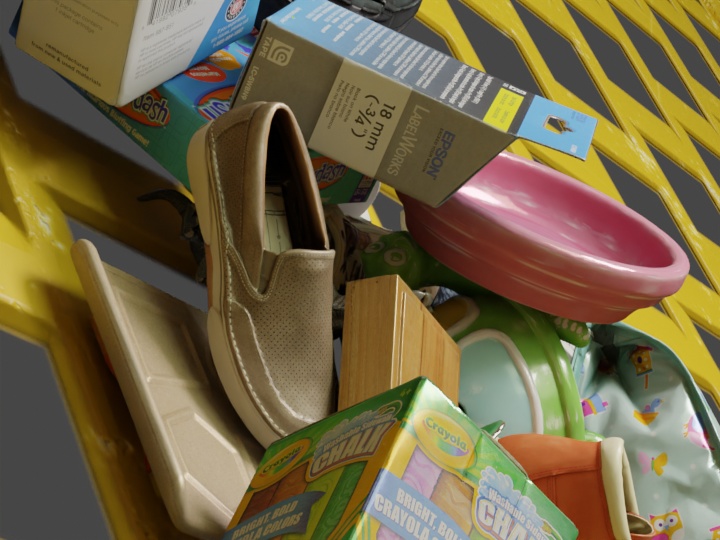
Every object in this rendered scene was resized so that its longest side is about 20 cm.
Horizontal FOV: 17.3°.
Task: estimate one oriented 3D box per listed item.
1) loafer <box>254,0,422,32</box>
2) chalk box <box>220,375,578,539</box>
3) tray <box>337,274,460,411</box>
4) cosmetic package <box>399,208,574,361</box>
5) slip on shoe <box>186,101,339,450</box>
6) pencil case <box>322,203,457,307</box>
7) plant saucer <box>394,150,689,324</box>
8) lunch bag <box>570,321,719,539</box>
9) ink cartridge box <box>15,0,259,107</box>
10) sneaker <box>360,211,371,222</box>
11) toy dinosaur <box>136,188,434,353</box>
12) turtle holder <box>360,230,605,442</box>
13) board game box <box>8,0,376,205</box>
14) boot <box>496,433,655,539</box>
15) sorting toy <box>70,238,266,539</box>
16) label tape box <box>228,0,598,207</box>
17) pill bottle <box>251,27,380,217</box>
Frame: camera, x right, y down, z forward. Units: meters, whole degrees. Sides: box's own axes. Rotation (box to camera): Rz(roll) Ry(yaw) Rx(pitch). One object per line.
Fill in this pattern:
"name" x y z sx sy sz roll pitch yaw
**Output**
"loafer" -0.004 -0.190 1.582 0.068 0.070 0.200 49 27 11
"chalk box" 0.013 0.143 1.153 0.124 0.124 0.201 44 44 -19
"tray" 0.021 0.115 1.315 0.099 0.037 0.201 48 40 -53
"cosmetic package" 0.094 0.013 1.767 0.108 0.085 0.200 44 18 -24
"slip on shoe" -0.042 0.005 1.304 0.076 0.060 0.202 3 70 -45
"pencil case" 0.000 0.000 1.557 0.078 0.090 0.200 42 12 31
"plant saucer" 0.106 -0.023 1.483 0.199 0.051 0.201 21 17 -7
"lunch bag" 0.202 0.146 1.655 0.171 0.121 0.201 62 4 -62
"ink cartridge box" -0.110 -0.217 1.359 0.083 0.201 0.145 31 37 19
"sneaker" -0.033 -0.105 1.699 0.074 0.080 0.201 30 30 -51
"toy dinosaur" -0.059 0.013 1.414 0.199 0.077 0.102 16 -21 27
"turtle holder" 0.065 0.073 1.464 0.141 0.131 0.187 21 -61 59
"board game box" -0.098 -0.111 1.467 0.200 0.045 0.152 40 25 26
"boot" 0.124 0.186 1.390 0.075 0.106 0.201 -77 158 -64
"sorting toy" -0.080 0.090 1.295 0.200 0.036 0.186 36 23 -51
"label tape box" 0.035 -0.091 1.398 0.199 0.064 0.144 25 16 3
"pill bottle" -0.058 -0.123 1.616 0.112 0.112 0.201 30 28 -47
